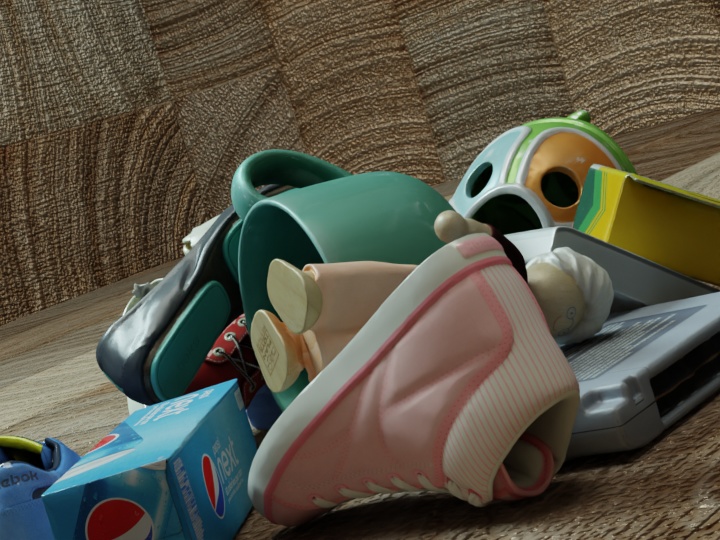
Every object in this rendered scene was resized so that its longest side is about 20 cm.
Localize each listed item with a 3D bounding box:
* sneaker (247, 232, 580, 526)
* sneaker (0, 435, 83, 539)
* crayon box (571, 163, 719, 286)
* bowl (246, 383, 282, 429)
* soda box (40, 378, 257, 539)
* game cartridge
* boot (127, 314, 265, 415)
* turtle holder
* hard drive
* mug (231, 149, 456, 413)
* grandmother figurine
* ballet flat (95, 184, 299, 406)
[{"bbox_3d":[0.026,0.085,0.790,0.075,0.105,0.200,-15,-29,-50],"label":"sneaker"},{"bbox_3d":[-0.175,0.122,0.977,0.065,0.079,0.200,-19,4,0],"label":"sneaker"},{"bbox_3d":[0.206,-0.023,1.055,0.126,0.051,0.200,17,5,0],"label":"crayon box"},{"bbox_3d":[0.010,0.061,1.211,0.199,0.040,0.201,-17,5,2],"label":"bowl"},{"bbox_3d":[-0.102,0.113,0.893,0.067,0.065,0.200,-16,5,7],"label":"soda box"},{"bbox_3d":[0.124,0.058,0.889,0.132,0.042,0.199,-19,3,39],"label":"game cartridge"},{"bbox_3d":[-0.070,0.048,1.116,0.144,0.073,0.200,-31,18,19],"label":"boot"},{"bbox_3d":[0.119,-0.035,1.296,0.184,0.142,0.131,-13,8,31],"label":"turtle holder"},{"bbox_3d":[0.120,0.011,1.061,0.131,0.027,0.200,21,-11,-23],"label":"hard drive"},{"bbox_3d":[0.006,0.003,1.016,0.114,0.187,0.152,-16,0,-26],"label":"mug"},{"bbox_3d":[0.044,0.023,0.877,0.198,0.061,0.122,-6,-36,-28],"label":"grandmother figurine"},{"bbox_3d":[-0.099,0.005,1.086,0.073,0.073,0.200,-11,32,49],"label":"ballet flat"}]
